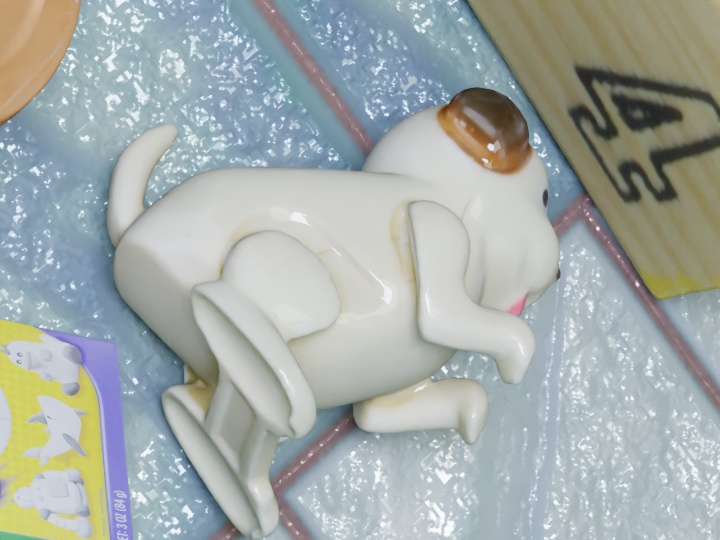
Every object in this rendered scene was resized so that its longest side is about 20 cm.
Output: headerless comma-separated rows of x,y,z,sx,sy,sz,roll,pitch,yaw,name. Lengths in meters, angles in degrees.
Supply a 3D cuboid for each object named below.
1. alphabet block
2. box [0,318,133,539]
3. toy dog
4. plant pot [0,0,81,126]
0.199,-0.127,1.231,0.195,0.196,0.200,-39,101,-24,alphabet block
-0.195,0.065,1.059,0.200,0.048,0.118,11,46,-24,box
0.000,0.000,1.162,0.200,0.140,0.194,-26,59,-26,toy dog
-0.205,-0.116,1.031,0.200,0.140,0.201,1,88,-39,plant pot
